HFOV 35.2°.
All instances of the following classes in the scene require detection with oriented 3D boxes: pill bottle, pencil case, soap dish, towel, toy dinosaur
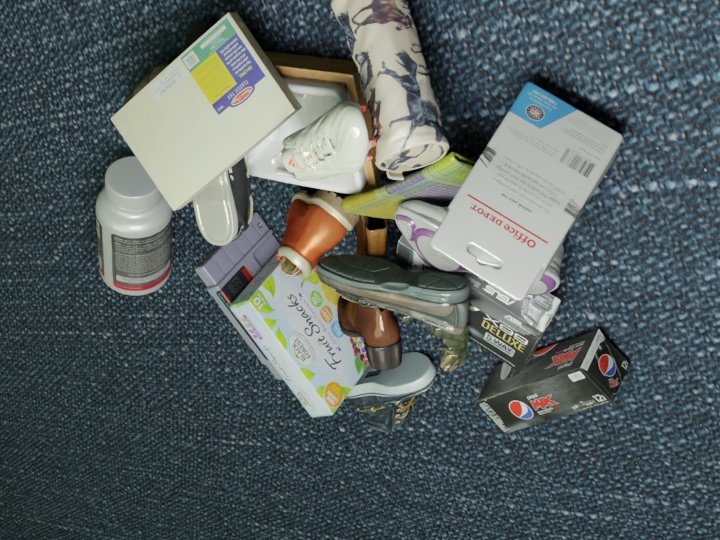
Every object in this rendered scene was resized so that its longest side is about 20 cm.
[{"bbox_3d":[-0.328,-0.066,1.649,0.110,0.111,0.201,29,141,14],"label":"pill bottle"},{"bbox_3d":[0.030,-0.200,1.173,0.089,0.077,0.203,-28,76,61],"label":"pencil case"},{"bbox_3d":[-0.067,-0.180,1.342,0.198,0.081,0.159,13,135,31],"label":"soap dish"},{"bbox_3d":[0.085,-0.089,1.285,0.142,0.023,0.199,8,163,-38],"label":"towel"},{"bbox_3d":[0.096,0.064,1.370,0.087,0.048,0.200,17,158,8],"label":"toy dinosaur"}]

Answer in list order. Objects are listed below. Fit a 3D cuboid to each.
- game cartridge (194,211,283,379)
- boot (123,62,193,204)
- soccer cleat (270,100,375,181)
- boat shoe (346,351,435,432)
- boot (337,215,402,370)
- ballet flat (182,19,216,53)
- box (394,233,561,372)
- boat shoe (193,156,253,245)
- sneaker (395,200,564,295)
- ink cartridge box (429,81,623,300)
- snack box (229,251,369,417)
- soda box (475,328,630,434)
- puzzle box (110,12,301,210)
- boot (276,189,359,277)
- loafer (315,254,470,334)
[{"bbox_3d":[-0.129,0.037,1.568,0.038,0.130,0.201,-15,118,46],"label":"game cartridge"},{"bbox_3d":[-0.220,-0.180,1.487,0.145,0.071,0.201,-10,128,36],"label":"boot"},{"bbox_3d":[-0.041,-0.127,1.192,0.200,0.077,0.070,160,95,-73],"label":"soccer cleat"},{"bbox_3d":[0.056,0.175,1.604,0.091,0.071,0.199,52,148,-17],"label":"boat shoe"},{"bbox_3d":[0.000,0.000,1.448,0.067,0.189,0.202,-10,115,-5],"label":"boot"},{"bbox_3d":[-0.187,-0.200,1.385,0.072,0.073,0.203,15,114,28],"label":"ballet flat"},{"bbox_3d":[0.134,0.029,1.367,0.199,0.050,0.158,33,161,10],"label":"box"},{"bbox_3d":[-0.166,-0.133,1.349,0.073,0.060,0.203,-1,108,27],"label":"boat shoe"},{"bbox_3d":[0.136,-0.043,1.280,0.198,0.101,0.075,21,151,-1],"label":"sneaker"},{"bbox_3d":[0.165,-0.073,1.152,0.115,0.201,0.067,32,170,10],"label":"ink cartridge box"},{"bbox_3d":[-0.071,0.078,1.548,0.053,0.142,0.201,-14,118,48],"label":"snack box"},{"bbox_3d":[0.235,0.140,1.409,0.063,0.071,0.199,44,143,-14],"label":"soda box"},{"bbox_3d":[-0.177,-0.178,1.291,0.199,0.025,0.134,-35,89,22],"label":"puzzle box"},{"bbox_3d":[-0.073,-0.041,1.425,0.075,0.108,0.200,38,172,-9],"label":"boot"},{"bbox_3d":[0.034,0.030,1.300,0.198,0.072,0.064,12,117,31],"label":"loafer"}]
